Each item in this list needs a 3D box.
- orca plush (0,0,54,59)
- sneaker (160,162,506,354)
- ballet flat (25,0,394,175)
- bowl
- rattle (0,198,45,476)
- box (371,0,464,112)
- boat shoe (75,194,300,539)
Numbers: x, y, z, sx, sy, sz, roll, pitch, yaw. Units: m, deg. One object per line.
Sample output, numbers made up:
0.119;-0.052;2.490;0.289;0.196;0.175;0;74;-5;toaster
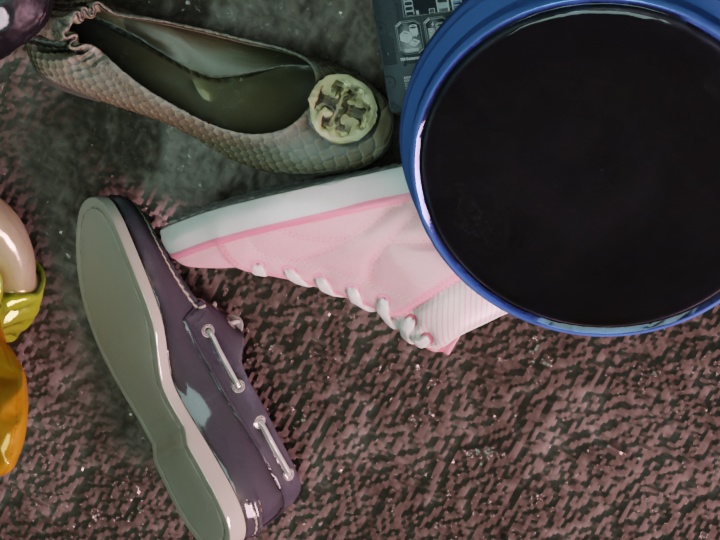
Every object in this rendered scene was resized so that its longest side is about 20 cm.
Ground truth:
-0.243;-0.107;1.538;0.199;0.105;0.071;-9;81;11;orca plush
0.000;0.000;1.548;0.200;0.075;0.105;-10;96;7;sneaker
-0.079;-0.100;1.542;0.199;0.046;0.068;18;63;7;ballet flat
0.117;-0.056;1.450;0.200;0.039;0.201;3;121;5;bowl
-0.259;0.006;1.536;0.130;0.143;0.200;-19;130;34;rattle
0.100;-0.168;1.458;0.199;0.051;0.158;-7;105;11;box
-0.091;0.048;1.595;0.063;0.073;0.200;-24;95;-30;boat shoe
